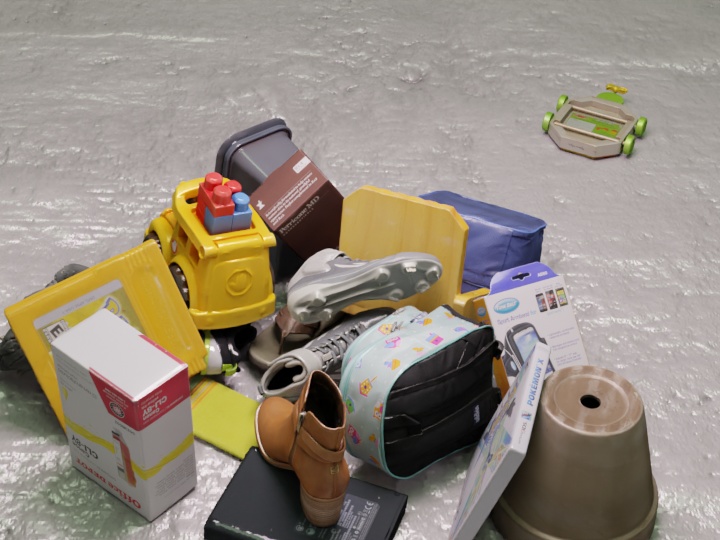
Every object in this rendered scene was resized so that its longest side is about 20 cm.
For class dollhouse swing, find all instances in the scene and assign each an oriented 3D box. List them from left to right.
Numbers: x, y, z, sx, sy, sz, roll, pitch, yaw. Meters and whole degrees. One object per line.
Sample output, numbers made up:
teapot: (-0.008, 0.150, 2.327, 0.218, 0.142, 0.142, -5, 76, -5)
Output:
dollhouse swing: (0.074, -0.016, 1.772, 0.199, 0.177, 0.182, 15, 11, 22)

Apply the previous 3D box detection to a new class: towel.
towel: (-0.181, 0.182, 1.685, 0.199, 0.018, 0.086, 23, 47, 22)

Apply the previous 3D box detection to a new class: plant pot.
plant pot: (0.251, 0.211, 1.545, 0.199, 0.174, 0.200, 1, 37, -1)

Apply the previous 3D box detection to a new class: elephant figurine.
elephant figurine: (-0.389, 0.083, 1.704, 0.141, 0.156, 0.200, 33, 41, 26)

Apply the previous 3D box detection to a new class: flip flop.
flip flop: (-0.081, 0.070, 1.802, 0.081, 0.058, 0.200, 23, 41, 24)

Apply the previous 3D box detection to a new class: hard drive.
hard drive: (-0.061, 0.281, 1.540, 0.199, 0.033, 0.140, 16, 39, 12)

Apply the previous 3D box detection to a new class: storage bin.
storage bin: (-0.115, -0.093, 1.917, 0.145, 0.200, 0.134, -26, 56, -34)

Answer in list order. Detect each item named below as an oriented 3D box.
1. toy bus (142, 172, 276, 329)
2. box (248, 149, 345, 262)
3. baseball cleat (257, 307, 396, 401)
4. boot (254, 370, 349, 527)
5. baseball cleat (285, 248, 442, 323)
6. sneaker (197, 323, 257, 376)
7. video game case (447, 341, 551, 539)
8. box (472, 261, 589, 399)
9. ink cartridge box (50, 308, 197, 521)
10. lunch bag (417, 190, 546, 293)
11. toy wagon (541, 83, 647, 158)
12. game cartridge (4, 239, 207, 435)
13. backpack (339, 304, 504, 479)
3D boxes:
toy bus: (-0.193, -0.053, 1.727, 0.135, 0.193, 0.200, -12, 41, -26)
box: (-0.060, -0.068, 1.807, 0.100, 0.200, 0.075, -43, 58, 1)
baseball cleat: (-0.034, 0.109, 1.674, 0.200, 0.106, 0.070, -33, 83, 0)
boot: (-0.066, 0.172, 1.524, 0.076, 0.156, 0.200, -8, 40, -16)
baseball cleat: (0.000, 0.000, 1.688, 0.199, 0.070, 0.107, -15, 41, 2)
sneaker: (-0.177, 0.077, 1.780, 0.082, 0.072, 0.200, 9, 37, -3)
video game case: (0.154, 0.205, 1.526, 0.022, 0.200, 0.183, 24, 39, 0)
box: (0.220, 0.094, 1.702, 0.119, 0.041, 0.201, -14, 84, -22)
ink cartridge box: (-0.267, 0.168, 1.544, 0.145, 0.201, 0.083, 28, 47, 30)
lunch bag: (0.147, -0.025, 1.878, 0.199, 0.133, 0.136, 18, 15, 21)
toy wagon: (0.403, -0.255, 2.279, 0.155, 0.040, 0.200, 19, 39, 20)
game cartridge: (-0.304, 0.082, 1.641, 0.199, 0.177, 0.032, -26, 17, -8)
backpack: (0.059, 0.146, 1.614, 0.153, 0.177, 0.200, 21, 36, 34)
